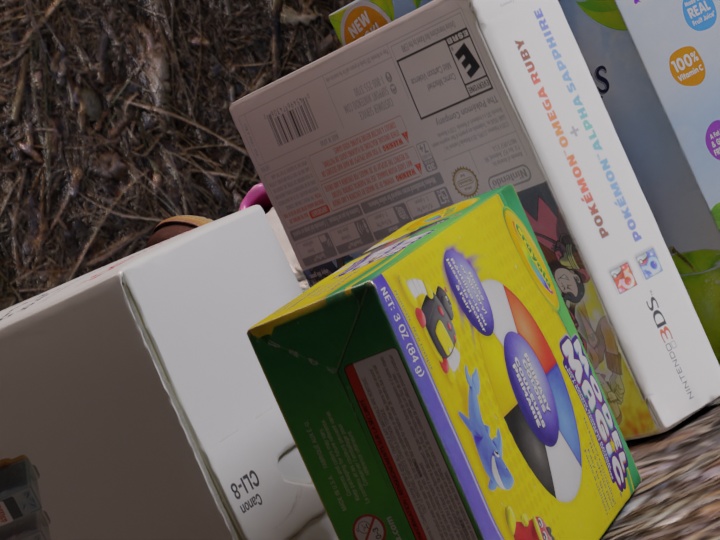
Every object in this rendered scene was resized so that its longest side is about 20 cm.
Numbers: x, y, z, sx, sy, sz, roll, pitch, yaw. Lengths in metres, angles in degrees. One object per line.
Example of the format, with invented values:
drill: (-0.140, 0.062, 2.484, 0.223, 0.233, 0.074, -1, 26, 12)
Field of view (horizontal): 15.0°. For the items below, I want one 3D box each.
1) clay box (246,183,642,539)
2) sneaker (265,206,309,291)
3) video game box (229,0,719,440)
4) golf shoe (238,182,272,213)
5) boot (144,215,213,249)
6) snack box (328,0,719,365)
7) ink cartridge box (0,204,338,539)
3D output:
clay box: (0.036, 0.042, 0.872, 0.047, 0.115, 0.200, -22, 4, 21)
sneaker: (0.000, 0.000, 1.350, 0.088, 0.076, 0.199, -33, 16, -34)
video game box: (0.042, -0.012, 1.098, 0.047, 0.183, 0.200, -23, 2, -31)
golf shoe: (0.017, -0.022, 1.652, 0.199, 0.076, 0.092, -5, -27, 19)
boot: (-0.124, 0.051, 1.644, 0.166, 0.073, 0.200, -31, 40, -20)
snack box: (0.093, -0.047, 1.113, 0.067, 0.201, 0.168, -26, 3, -37)
ink cartridge box: (-0.111, 0.085, 1.013, 0.199, 0.145, 0.145, -22, 3, 21)
